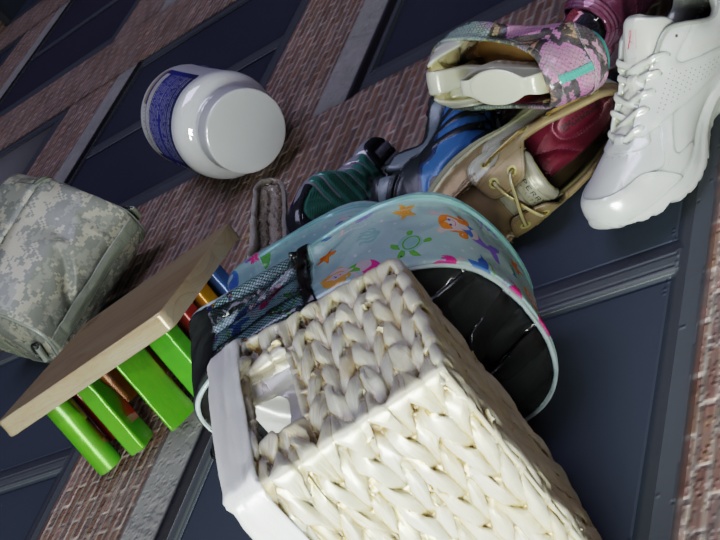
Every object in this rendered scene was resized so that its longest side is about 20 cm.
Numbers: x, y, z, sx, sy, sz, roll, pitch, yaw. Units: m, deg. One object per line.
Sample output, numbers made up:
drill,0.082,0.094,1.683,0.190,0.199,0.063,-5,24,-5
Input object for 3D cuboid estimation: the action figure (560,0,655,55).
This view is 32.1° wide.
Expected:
action figure,0.199,-0.207,0.961,0.149,0.134,0.200,15,49,30

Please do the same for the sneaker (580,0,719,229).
sneaker,0.194,-0.118,0.836,0.078,0.099,0.200,3,53,56

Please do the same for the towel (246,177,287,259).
towel,-0.075,0.028,0.998,0.034,0.133,0.200,1,31,-4

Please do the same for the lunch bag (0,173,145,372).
lunch bag,-0.348,0.004,1.396,0.168,0.139,0.200,8,59,38

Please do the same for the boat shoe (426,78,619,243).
boat shoe,0.117,-0.069,0.906,0.200,0.074,0.066,-47,21,-3

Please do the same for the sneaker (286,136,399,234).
sneaker,-0.021,-0.042,1.047,0.088,0.074,0.200,-42,0,31

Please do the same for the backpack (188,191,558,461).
backpack,0.015,0.046,0.777,0.200,0.178,0.151,-30,35,20

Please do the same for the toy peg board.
toy peg board,-0.190,0.080,1.139,0.200,0.098,0.199,-32,13,23

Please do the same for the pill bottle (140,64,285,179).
pill bottle,-0.161,-0.164,1.384,0.120,0.120,0.200,-49,26,-8

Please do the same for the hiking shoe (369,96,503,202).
hiking shoe,0.092,-0.106,1.017,0.087,0.074,0.200,13,64,39

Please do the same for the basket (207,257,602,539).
basket,0.029,0.110,0.647,0.123,0.200,0.136,-34,28,7

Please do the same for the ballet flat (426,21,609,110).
ballet flat,0.093,-0.143,0.908,0.071,0.069,0.200,-25,18,-26
